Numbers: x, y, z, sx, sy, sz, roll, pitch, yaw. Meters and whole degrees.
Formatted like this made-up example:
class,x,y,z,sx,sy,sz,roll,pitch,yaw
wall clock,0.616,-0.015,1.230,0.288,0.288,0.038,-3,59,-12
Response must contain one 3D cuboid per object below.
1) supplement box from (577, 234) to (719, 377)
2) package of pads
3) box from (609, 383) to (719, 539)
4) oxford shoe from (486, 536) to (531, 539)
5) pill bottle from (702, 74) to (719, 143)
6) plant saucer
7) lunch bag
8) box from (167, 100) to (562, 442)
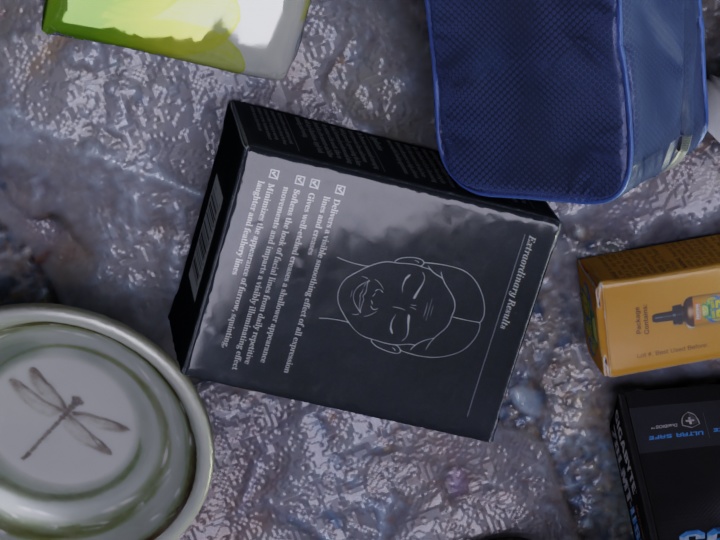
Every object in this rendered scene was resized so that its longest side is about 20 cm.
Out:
class,x,y,z,sx,sy,sz,roll,pitch,yaw
supplement box,0.241,0.013,1.583,0.199,0.069,0.067,-10,110,-7
package of pads,-0.090,-0.220,1.447,0.154,0.068,0.201,12,108,-11
box,0.273,0.163,1.577,0.199,0.199,0.050,-3,145,-8
oxford shoe,0.045,0.249,1.643,0.200,0.073,0.084,-36,133,3
pill bottle,0.294,-0.143,1.511,0.200,0.112,0.112,-45,110,9
plant saucer,-0.187,0.097,1.539,0.199,0.050,0.201,2,120,4
lunch bag,0.128,-0.133,1.465,0.136,0.132,0.201,8,114,32
box,0.000,0.000,1.518,0.199,0.107,0.149,14,106,-12
